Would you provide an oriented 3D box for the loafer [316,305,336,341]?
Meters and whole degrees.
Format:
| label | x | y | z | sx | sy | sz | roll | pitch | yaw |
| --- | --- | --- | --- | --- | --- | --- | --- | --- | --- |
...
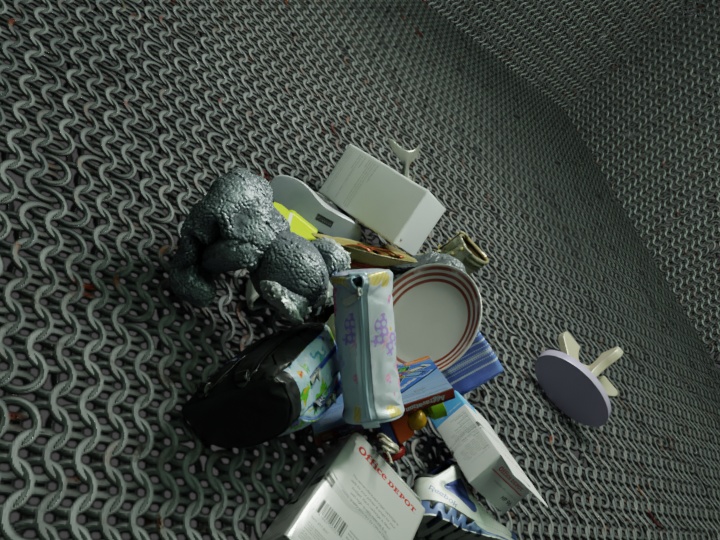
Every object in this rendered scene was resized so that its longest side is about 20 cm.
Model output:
| label | x | y | z | sx | sy | sz | roll | pitch | yaw |
| --- | --- | --- | --- | --- | --- | --- | --- | --- | --- |
| loafer | -0.036 | 0.110 | 1.011 | 0.068 | 0.076 | 0.200 | 22 | 31 | -33 |

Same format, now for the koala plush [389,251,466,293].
| label | x | y | z | sx | sy | sz | roll | pitch | yaw |
| --- | --- | --- | --- | --- | --- | --- | --- | --- | --- |
| koala plush | 0.139 | 0.084 | 1.170 | 0.177 | 0.183 | 0.201 | -46 | 114 | -47 |

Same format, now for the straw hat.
| label | x | y | z | sx | sy | sz | roll | pitch | yaw |
| --- | --- | --- | --- | --- | --- | --- | --- | --- | --- |
| straw hat | 0.000 | 0.000 | 1.086 | 0.200 | 0.086 | 0.201 | 15 | 6 | -2 |

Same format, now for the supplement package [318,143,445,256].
| label | x | y | z | sx | sy | sz | roll | pitch | yaw |
| --- | --- | --- | --- | --- | --- | --- | --- | --- | --- |
| supplement package | 0.042 | -0.135 | 1.226 | 0.200 | 0.117 | 0.117 | 37 | 4 | 26 |

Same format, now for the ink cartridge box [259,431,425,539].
| label | x | y | z | sx | sy | sz | roll | pitch | yaw |
| --- | --- | --- | --- | --- | --- | --- | --- | --- | --- |
| ink cartridge box | -0.021 | 0.324 | 0.787 | 0.146 | 0.084 | 0.200 | 48 | 32 | 0 |

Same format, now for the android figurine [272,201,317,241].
| label | x | y | z | sx | sy | sz | roll | pitch | yaw |
| --- | --- | --- | --- | --- | --- | --- | --- | --- | --- |
| android figurine | -0.120 | -0.038 | 1.088 | 0.200 | 0.041 | 0.183 | 36 | 35 | -24 |

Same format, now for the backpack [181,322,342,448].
| label | x | y | z | sx | sy | sz | roll | pitch | yaw |
| --- | --- | --- | --- | --- | --- | --- | --- | --- | --- |
| backpack | -0.103 | 0.143 | 0.828 | 0.154 | 0.163 | 0.200 | 57 | 28 | -19 |

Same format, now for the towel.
| label | x | y | z | sx | sy | sz | roll | pitch | yaw |
| --- | --- | --- | --- | --- | --- | --- | --- | --- | --- |
| towel | 0.137 | 0.133 | 1.090 | 0.200 | 0.144 | 0.024 | 54 | 15 | -14 |

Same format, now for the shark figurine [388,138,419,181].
| label | x | y | z | sx | sy | sz | roll | pitch | yaw |
| --- | --- | --- | --- | --- | --- | --- | --- | --- | --- |
| shark figurine | 0.079 | -0.193 | 1.435 | 0.089 | 0.215 | 0.129 | 10 | 70 | 8 |

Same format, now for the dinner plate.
| label | x | y | z | sx | sy | sz | roll | pitch | yaw |
| --- | --- | --- | --- | --- | --- | --- | --- | --- | --- |
| dinner plate | 0.103 | 0.081 | 1.014 | 0.024 | 0.200 | 0.201 | 42 | 28 | -45 |

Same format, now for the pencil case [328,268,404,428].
| label | x | y | z | sx | sy | sz | roll | pitch | yaw |
| --- | --- | --- | --- | --- | --- | --- | --- | --- | --- |
| pencil case | 0.009 | 0.094 | 0.809 | 0.083 | 0.091 | 0.201 | -5 | 93 | -9 |

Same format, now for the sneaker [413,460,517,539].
| label | x | y | z | sx | sy | sz | roll | pitch | yaw |
| --- | --- | --- | --- | --- | --- | --- | --- | --- | --- |
| sneaker | 0.154 | 0.356 | 0.967 | 0.199 | 0.081 | 0.115 | 31 | 39 | -23 |

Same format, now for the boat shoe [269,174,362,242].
| label | x | y | z | sx | sy | sz | roll | pitch | yaw |
| --- | --- | --- | --- | --- | --- | --- | --- | --- | --- |
| boat shoe | -0.084 | -0.116 | 1.196 | 0.199 | 0.070 | 0.066 | 29 | 11 | -14 |

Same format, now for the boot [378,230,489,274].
| label | x | y | z | sx | sy | sz | roll | pitch | yaw |
| --- | --- | --- | --- | --- | --- | --- | --- | --- | --- |
| boot | 0.146 | -0.028 | 1.287 | 0.200 | 0.155 | 0.072 | 31 | 36 | -26 |

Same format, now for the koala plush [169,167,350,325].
| label | x | y | z | sx | sy | sz | roll | pitch | yaw |
| --- | --- | --- | --- | --- | --- | --- | --- | --- | --- |
| koala plush | -0.126 | -0.018 | 0.859 | 0.200 | 0.184 | 0.177 | 34 | 42 | 12 |

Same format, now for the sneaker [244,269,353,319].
| label | x | y | z | sx | sy | sz | roll | pitch | yaw |
| --- | --- | --- | --- | --- | --- | --- | --- | --- | --- |
| sneaker | -0.079 | 0.043 | 0.973 | 0.199 | 0.074 | 0.089 | 3 | 48 | 3 |

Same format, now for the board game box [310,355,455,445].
| label | x | y | z | sx | sy | sz | roll | pitch | yaw |
| --- | --- | --- | --- | --- | --- | --- | --- | --- | --- |
| board game box | 0.022 | 0.179 | 0.893 | 0.103 | 0.199 | 0.020 | -125 | -159 | -65 |

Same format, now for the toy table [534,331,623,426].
| label | x | y | z | sx | sy | sz | roll | pitch | yaw |
| --- | --- | --- | --- | --- | --- | --- | --- | --- | --- |
| toy table | 0.494 | 0.237 | 1.423 | 0.117 | 0.184 | 0.200 | -40 | 101 | -42 |

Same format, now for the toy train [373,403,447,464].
| label | x | y | z | sx | sy | sz | roll | pitch | yaw |
| --- | --- | --- | --- | --- | --- | --- | --- | --- | --- |
| toy train | 0.074 | 0.214 | 0.906 | 0.200 | 0.115 | 0.085 | -145 | -148 | -77 |

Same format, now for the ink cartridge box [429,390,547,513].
| label | x | y | z | sx | sy | sz | roll | pitch | yaw |
| --- | --- | --- | --- | --- | --- | --- | --- | --- | --- |
| ink cartridge box | 0.197 | 0.298 | 1.002 | 0.116 | 0.068 | 0.200 | 46 | 5 | -32 |
